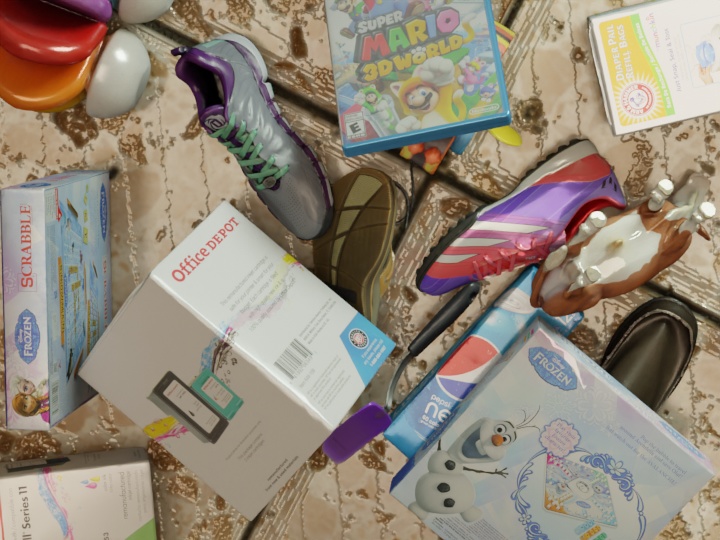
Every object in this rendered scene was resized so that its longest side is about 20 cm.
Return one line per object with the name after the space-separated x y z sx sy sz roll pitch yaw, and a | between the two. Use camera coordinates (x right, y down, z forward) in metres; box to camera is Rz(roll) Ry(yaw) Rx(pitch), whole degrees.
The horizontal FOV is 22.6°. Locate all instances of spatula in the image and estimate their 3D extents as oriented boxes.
0.038 0.087 1.562 0.021 0.057 0.200 34 83 32 | spatula

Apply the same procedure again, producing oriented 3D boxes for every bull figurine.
0.232 -0.025 1.517 0.200 0.122 0.065 -33 76 -16 | bull figurine

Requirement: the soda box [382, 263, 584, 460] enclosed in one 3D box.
0.109 0.087 1.594 0.064 0.068 0.200 41 99 -1 | soda box

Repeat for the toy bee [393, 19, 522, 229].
0.076 -0.124 1.550 0.130 0.109 0.201 10 98 2 | toy bee

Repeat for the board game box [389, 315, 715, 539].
0.164 0.177 1.546 0.200 0.043 0.199 40 105 -6 | board game box

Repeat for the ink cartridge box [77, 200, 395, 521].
-0.106 0.075 1.551 0.200 0.147 0.146 40 127 0 | ink cartridge box

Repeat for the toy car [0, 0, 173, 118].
-0.261 -0.230 1.545 0.174 0.150 0.201 21 99 3 | toy car

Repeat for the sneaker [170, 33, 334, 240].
-0.100 -0.109 1.562 0.074 0.087 0.201 -35 81 35 | sneaker

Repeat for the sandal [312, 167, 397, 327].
0.000 0.000 1.599 0.080 0.054 0.201 21 118 32 | sandal

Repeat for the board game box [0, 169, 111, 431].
-0.259 0.019 1.554 0.041 0.200 0.201 1 97 7 | board game box

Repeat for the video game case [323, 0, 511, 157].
0.044 -0.197 1.531 0.142 0.018 0.201 -11 60 7 | video game case

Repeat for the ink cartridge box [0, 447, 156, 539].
-0.286 0.232 1.626 0.199 0.067 0.118 -6 97 -10 | ink cartridge box

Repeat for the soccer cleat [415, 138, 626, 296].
0.138 -0.031 1.571 0.200 0.068 0.073 -37 74 6 | soccer cleat

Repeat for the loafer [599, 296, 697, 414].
0.234 0.116 1.584 0.073 0.071 0.201 30 100 0 | loafer

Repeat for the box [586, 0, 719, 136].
0.296 -0.187 1.517 0.199 0.113 0.102 -13 98 7 | box
